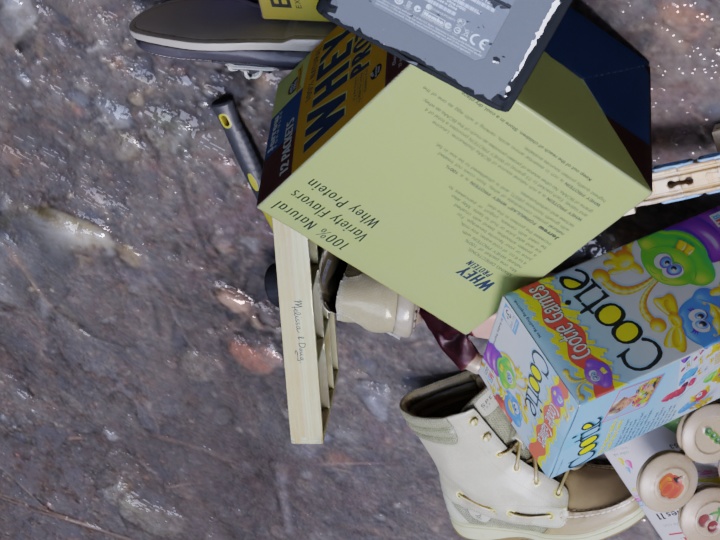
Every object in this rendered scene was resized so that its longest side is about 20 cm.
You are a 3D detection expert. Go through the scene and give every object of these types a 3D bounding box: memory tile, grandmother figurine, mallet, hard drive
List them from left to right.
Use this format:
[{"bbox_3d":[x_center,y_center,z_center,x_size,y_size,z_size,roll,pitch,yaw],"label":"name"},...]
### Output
[{"bbox_3d":[-0.066,-0.054,1.621,0.065,0.041,0.201,0,126,26],"label":"mallet"},{"bbox_3d":[0.094,0.031,1.605,0.198,0.060,0.123,3,104,28],"label":"grandmother figurine"},{"bbox_3d":[0.074,-0.209,1.185,0.139,0.033,0.201,28,125,-2],"label":"hard drive"},{"bbox_3d":[0.322,0.167,1.556,0.200,0.017,0.154,39,93,-24],"label":"memory tile"}]

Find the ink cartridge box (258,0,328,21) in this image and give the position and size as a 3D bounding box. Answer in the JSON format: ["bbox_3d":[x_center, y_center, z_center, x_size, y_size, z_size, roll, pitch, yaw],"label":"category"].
[{"bbox_3d":[-0.045,-0.268,1.403,0.198,0.047,0.199,3,133,21],"label":"ink cartridge box"}]

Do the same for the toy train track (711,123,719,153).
[{"bbox_3d":[0.311,-0.024,1.457,0.114,0.033,0.201,-14,121,36],"label":"toy train track"}]

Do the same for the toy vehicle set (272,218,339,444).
[{"bbox_3d":[-0.042,0.021,1.567,0.026,0.124,0.202,-1,115,6],"label":"toy vehicle set"}]

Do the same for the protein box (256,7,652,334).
[{"bbox_3d":[0.068,-0.096,1.397,0.198,0.136,0.200,31,132,-23],"label":"protein box"}]

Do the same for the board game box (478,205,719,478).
[{"bbox_3d":[0.202,0.049,1.437,0.103,0.199,0.105,56,154,27],"label":"board game box"}]

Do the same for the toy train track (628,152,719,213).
[{"bbox_3d":[0.268,-0.067,1.398,0.198,0.033,0.116,-11,114,18],"label":"toy train track"}]

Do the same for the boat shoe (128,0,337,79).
[{"bbox_3d":[-0.081,-0.165,1.497,0.198,0.073,0.063,5,129,17],"label":"boat shoe"}]

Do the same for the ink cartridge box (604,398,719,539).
[{"bbox_3d":[0.283,0.161,1.616,0.116,0.068,0.201,-18,120,36],"label":"ink cartridge box"}]

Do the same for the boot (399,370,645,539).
[{"bbox_3d":[0.141,0.157,1.685,0.199,0.072,0.155,-7,124,32],"label":"boot"}]

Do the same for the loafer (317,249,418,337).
[{"bbox_3d":[0.000,0.000,1.538,0.068,0.200,0.076,10,97,-12],"label":"loafer"}]
